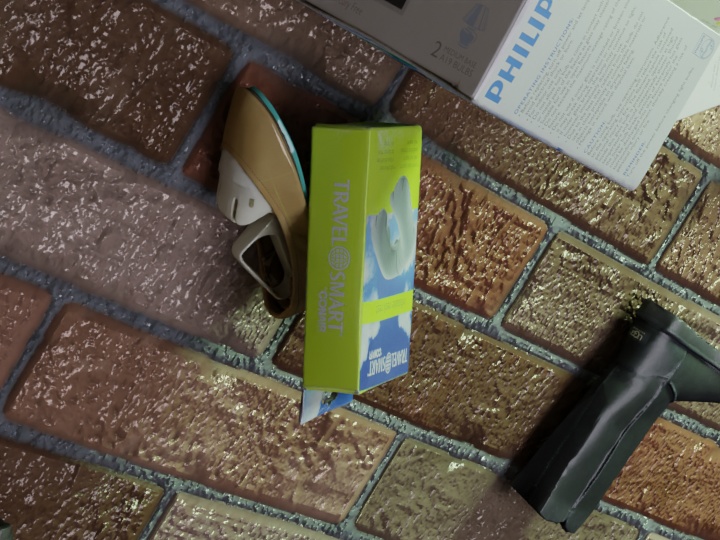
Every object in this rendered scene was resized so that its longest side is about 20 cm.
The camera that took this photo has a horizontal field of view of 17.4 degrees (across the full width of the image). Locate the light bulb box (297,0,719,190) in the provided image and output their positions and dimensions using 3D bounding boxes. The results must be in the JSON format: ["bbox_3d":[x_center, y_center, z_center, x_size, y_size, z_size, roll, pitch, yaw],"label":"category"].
[{"bbox_3d":[0.094,-0.170,1.550,0.199,0.198,0.125,23,98,-49],"label":"light bulb box"}]

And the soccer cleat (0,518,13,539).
[{"bbox_3d":[-0.309,0.199,1.514,0.199,0.070,0.087,2,116,-46],"label":"soccer cleat"}]

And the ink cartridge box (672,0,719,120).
[{"bbox_3d":[0.268,-0.188,1.774,0.199,0.116,0.068,-21,130,-35],"label":"ink cartridge box"}]

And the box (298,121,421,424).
[{"bbox_3d":[0.000,0.000,1.612,0.122,0.047,0.202,-14,108,-72],"label":"box"}]

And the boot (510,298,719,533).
[{"bbox_3d":[0.233,0.141,2.011,0.165,0.066,0.201,34,88,-42],"label":"boot"}]

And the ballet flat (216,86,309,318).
[{"bbox_3d":[-0.063,-0.037,1.594,0.063,0.069,0.201,-35,137,-13],"label":"ballet flat"}]
